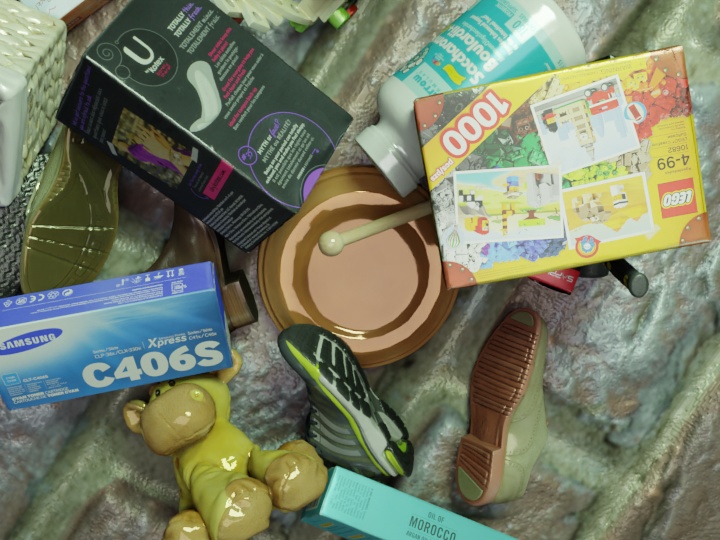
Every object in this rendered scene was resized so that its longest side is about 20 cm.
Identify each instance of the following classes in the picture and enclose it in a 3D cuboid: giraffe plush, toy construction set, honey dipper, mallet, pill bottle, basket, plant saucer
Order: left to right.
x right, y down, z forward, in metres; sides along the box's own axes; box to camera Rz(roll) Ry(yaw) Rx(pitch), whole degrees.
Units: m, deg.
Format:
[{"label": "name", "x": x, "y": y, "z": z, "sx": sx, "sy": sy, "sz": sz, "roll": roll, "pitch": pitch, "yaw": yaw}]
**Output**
[{"label": "basket", "x": -0.355, "y": -0.164, "z": 0.679, "sx": 0.200, "sy": 0.123, "sz": 0.136, "roll": 20, "pitch": 136, "yaw": -8}, {"label": "giraffe plush", "x": -0.138, "y": 0.162, "z": 0.763, "sx": 0.172, "sy": 0.200, "sz": 0.162, "roll": -26, "pitch": 84, "yaw": -21}, {"label": "toy construction set", "x": -0.021, "y": -0.254, "z": 0.692, "sx": 0.200, "sy": 0.131, "sz": 0.092, "roll": -22, "pitch": 108, "yaw": 27}, {"label": "plant saucer", "x": 0.000, "y": 0.000, "z": 0.797, "sx": 0.200, "sy": 0.037, "sz": 0.200, "roll": -1, "pitch": 99, "yaw": -4}, {"label": "honey dipper", "x": 0.051, "y": -0.054, "z": 0.752, "sx": 0.200, "sy": 0.038, "sz": 0.038, "roll": -21, "pitch": 102, "yaw": -25}, {"label": "pill bottle", "x": 0.092, "y": -0.156, "z": 0.739, "sx": 0.200, "sy": 0.111, "sz": 0.111, "roll": -41, "pitch": 100, "yaw": 3}, {"label": "mallet", "x": 0.219, "y": -0.019, "z": 0.727, "sx": 0.041, "sy": 0.200, "sz": 0.066, "roll": 1, "pitch": 95, "yaw": 3}]

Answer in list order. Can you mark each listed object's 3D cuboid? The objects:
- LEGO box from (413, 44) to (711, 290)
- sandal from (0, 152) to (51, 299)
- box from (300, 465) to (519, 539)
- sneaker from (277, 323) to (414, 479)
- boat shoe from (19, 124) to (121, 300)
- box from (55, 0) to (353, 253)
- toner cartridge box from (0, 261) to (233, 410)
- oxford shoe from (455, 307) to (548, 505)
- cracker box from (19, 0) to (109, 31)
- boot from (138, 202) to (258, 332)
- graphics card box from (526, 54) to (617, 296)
[{"label": "LEGO box", "x": 0.151, "y": -0.078, "z": 0.649, "sx": 0.200, "sy": 0.077, "sz": 0.149, "roll": -11, "pitch": 97, "yaw": 4}, {"label": "sandal", "x": -0.320, "y": -0.026, "z": 0.760, "sx": 0.075, "sy": 0.045, "sz": 0.200, "roll": 35, "pitch": 81, "yaw": -24}, {"label": "box", "x": 0.047, "y": 0.255, "z": 0.813, "sx": 0.200, "sy": 0.082, "sz": 0.049, "roll": 24, "pitch": 65, "yaw": -8}, {"label": "sneaker", "x": -0.026, "y": 0.135, "z": 0.786, "sx": 0.081, "sy": 0.074, "sz": 0.200, "roll": -25, "pitch": 116, "yaw": 17}, {"label": "boat shoe", "x": -0.255, "y": -0.066, "z": 0.738, "sx": 0.073, "sy": 0.063, "sz": 0.201, "roll": 12, "pitch": 90, "yaw": -29}, {"label": "box", "x": -0.128, "y": -0.129, "z": 0.697, "sx": 0.200, "sy": 0.106, "sz": 0.122, "roll": 37, "pitch": 57, "yaw": -16}, {"label": "toner cartridge box", "x": -0.218, "y": 0.057, "z": 0.724, "sx": 0.200, "sy": 0.043, "sz": 0.095, "roll": -11, "pitch": 128, "yaw": -7}, {"label": "oxford shoe", "x": 0.153, "y": 0.135, "z": 0.826, "sx": 0.074, "sy": 0.071, "sz": 0.200, "roll": 11, "pitch": 99, "yaw": -31}, {"label": "cracker box", "x": -0.275, "y": -0.324, "z": 0.712, "sx": 0.134, "sy": 0.058, "sz": 0.200, "roll": -35, "pitch": 100, "yaw": 2}, {"label": "boot", "x": -0.218, "y": 0.003, "z": 0.775, "sx": 0.200, "sy": 0.064, "sz": 0.187, "roll": -19, "pitch": 98, "yaw": 4}, {"label": "graphics card box", "x": 0.192, "y": -0.087, "z": 0.749, "sx": 0.051, "sy": 0.125, "sz": 0.200, "roll": 21, "pitch": 99, "yaw": -2}]
